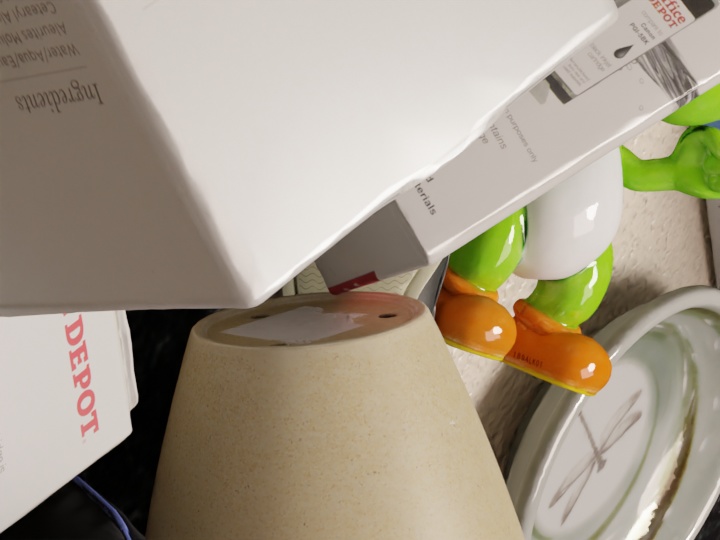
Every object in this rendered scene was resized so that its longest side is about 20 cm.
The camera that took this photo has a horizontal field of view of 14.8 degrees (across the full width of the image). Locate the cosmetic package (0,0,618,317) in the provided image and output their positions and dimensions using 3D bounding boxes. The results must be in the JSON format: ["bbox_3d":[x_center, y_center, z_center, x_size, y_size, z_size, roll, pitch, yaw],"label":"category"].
[{"bbox_3d":[-0.065,-0.112,0.811,0.165,0.165,0.200,-38,111,-31],"label":"cosmetic package"}]

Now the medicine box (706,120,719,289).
[{"bbox_3d":[0.278,-0.015,1.416,0.103,0.182,0.200,-46,145,-24],"label":"medicine box"}]

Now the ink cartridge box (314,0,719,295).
[{"bbox_3d":[0.067,-0.080,1.055,0.200,0.083,0.147,-32,-177,-16],"label":"ink cartridge box"}]

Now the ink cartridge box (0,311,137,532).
[{"bbox_3d":[-0.176,0.037,0.908,0.200,0.083,0.146,-38,140,-34],"label":"ink cartridge box"}]

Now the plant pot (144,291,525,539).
[{"bbox_3d":[-0.012,0.116,1.086,0.187,0.187,0.201,-19,108,-47],"label":"plant pot"}]

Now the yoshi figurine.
[{"bbox_3d":[0.107,-0.049,1.190,0.112,0.112,0.201,17,95,-82],"label":"yoshi figurine"}]

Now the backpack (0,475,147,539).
[{"bbox_3d":[-0.142,0.174,0.972,0.190,0.200,0.154,-26,118,-22],"label":"backpack"}]

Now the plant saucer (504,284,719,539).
[{"bbox_3d":[0.123,0.092,1.403,0.200,0.050,0.201,-35,139,-37],"label":"plant saucer"}]

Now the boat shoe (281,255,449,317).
[{"bbox_3d":[0.000,0.000,1.165,0.068,0.072,0.201,-87,-175,-73],"label":"boat shoe"}]
